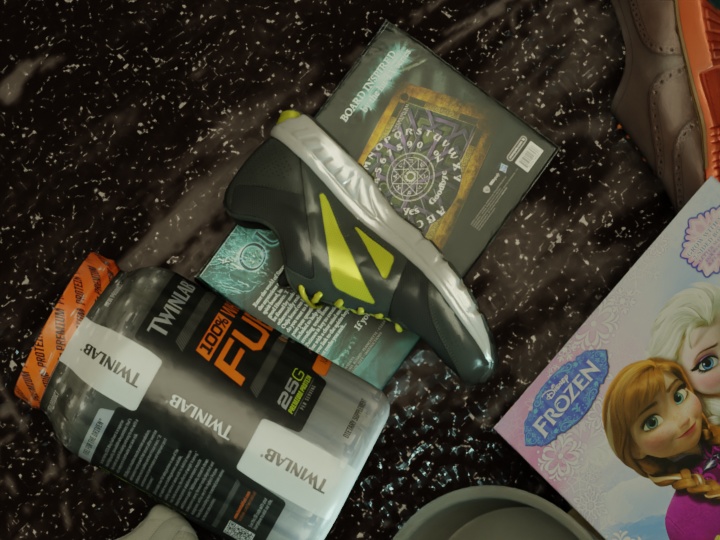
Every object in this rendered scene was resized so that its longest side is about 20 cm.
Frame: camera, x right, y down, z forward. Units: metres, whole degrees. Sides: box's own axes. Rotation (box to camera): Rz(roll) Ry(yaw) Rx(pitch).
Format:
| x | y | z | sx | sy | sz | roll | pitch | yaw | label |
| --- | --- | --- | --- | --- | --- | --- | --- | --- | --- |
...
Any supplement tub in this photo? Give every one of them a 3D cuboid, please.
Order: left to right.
| x | y | z | sx | sy | sz | roll | pitch | yaw | label |
| --- | --- | --- | --- | --- | --- | --- | --- | --- | --- |
| -0.093 | 0.079 | 1.563 | 0.199 | 0.123 | 0.123 | 29 | 83 | -1 | supplement tub |

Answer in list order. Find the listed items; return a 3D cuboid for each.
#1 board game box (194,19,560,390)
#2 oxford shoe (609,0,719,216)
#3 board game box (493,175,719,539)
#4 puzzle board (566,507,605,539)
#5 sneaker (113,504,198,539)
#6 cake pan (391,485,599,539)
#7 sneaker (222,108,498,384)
| x | y | z | sx | sy | sz | roll | pitch | yaw | label |
| --- | --- | --- | --- | --- | --- | --- | --- | --- | --- |
| 0.010 | -0.034 | 1.629 | 0.135 | 0.028 | 0.200 | 37 | 83 | 1 | board game box |
| 0.195 | -0.083 | 1.640 | 0.072 | 0.071 | 0.202 | -7 | 88 | 25 | oxford shoe |
| 0.208 | 0.081 | 1.532 | 0.200 | 0.041 | 0.199 | -50 | 55 | 4 | board game box |
| 0.207 | 0.158 | 1.537 | 0.200 | 0.017 | 0.151 | -41 | 57 | 11 | puzzle board |
| -0.166 | 0.216 | 1.576 | 0.199 | 0.092 | 0.076 | -34 | 129 | 10 | sneaker |
| 0.088 | 0.224 | 1.548 | 0.199 | 0.037 | 0.202 | 1 | 92 | 39 | cake pan |
| 0.000 | 0.000 | 1.582 | 0.085 | 0.074 | 0.200 | -42 | 79 | 0 | sneaker |
